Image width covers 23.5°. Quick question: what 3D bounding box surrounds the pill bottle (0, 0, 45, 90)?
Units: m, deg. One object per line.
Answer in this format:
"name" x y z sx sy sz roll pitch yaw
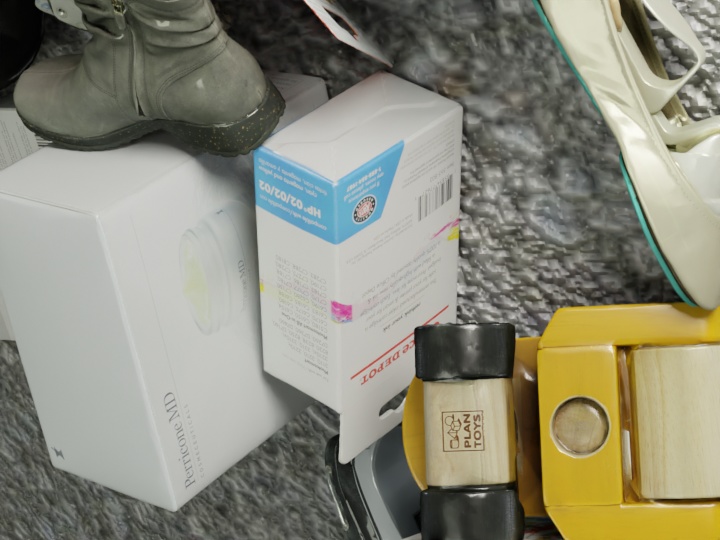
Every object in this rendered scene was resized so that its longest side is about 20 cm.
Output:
"pill bottle" -0.305 -0.165 1.225 0.199 0.111 0.113 -8 111 60

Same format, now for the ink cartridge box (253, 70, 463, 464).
"ink cartridge box" 0.000 0.000 1.027 0.067 0.115 0.202 26 132 33

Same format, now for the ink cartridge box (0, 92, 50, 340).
"ink cartridge box" -0.239 -0.036 1.310 0.175 0.045 0.202 6 120 43

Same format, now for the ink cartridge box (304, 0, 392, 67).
"ink cartridge box" -0.075 -0.181 0.953 0.057 0.162 0.201 -37 84 10

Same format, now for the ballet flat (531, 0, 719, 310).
"ballet flat" 0.151 -0.077 0.863 0.069 0.069 0.201 -22 99 51

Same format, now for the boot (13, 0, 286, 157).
"boot" -0.140 -0.133 0.966 0.198 0.068 0.131 7 144 36

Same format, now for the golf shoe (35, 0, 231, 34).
"golf shoe" -0.164 -0.178 1.000 0.097 0.079 0.200 -22 140 26

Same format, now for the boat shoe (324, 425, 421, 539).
"boat shoe" 0.027 0.202 1.173 0.068 0.073 0.201 -12 107 45

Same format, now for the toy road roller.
"toy road roller" 0.122 0.085 0.965 0.198 0.146 0.124 -3 86 13

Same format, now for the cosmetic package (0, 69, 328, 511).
"cosmetic package" -0.108 0.003 1.076 0.122 0.199 0.201 14 126 40

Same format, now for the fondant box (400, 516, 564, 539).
"fondant box" 0.122 0.175 0.955 0.198 0.144 0.059 -1 91 28
